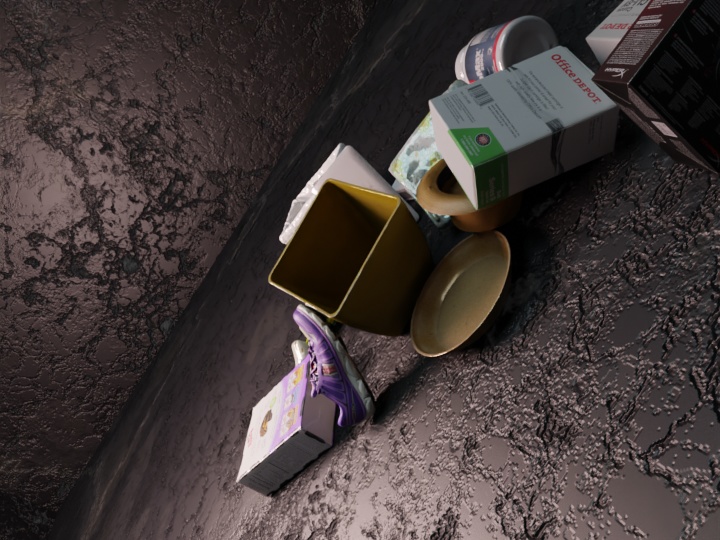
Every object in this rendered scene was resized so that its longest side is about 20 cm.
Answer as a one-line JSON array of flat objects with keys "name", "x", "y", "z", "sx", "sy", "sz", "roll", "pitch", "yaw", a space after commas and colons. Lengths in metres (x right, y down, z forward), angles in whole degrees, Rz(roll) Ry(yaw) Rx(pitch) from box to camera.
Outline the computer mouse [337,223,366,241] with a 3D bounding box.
[{"name": "computer mouse", "x": 0.000, "y": 0.000, "z": 1.138, "sx": 0.044, "sy": 0.108, "sz": 0.204, "roll": 28, "pitch": 120, "yaw": 51}]

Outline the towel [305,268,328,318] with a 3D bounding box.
[{"name": "towel", "x": -0.066, "y": -0.003, "z": 1.199, "sx": 0.173, "sy": 0.047, "sz": 0.202, "roll": 96, "pitch": -172, "yaw": -46}]

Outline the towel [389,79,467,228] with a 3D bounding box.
[{"name": "towel", "x": 0.153, "y": -0.194, "z": 1.034, "sx": 0.201, "sy": 0.048, "sz": 0.172, "roll": -50, "pitch": 57, "yaw": 18}]

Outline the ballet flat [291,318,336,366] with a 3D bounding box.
[{"name": "ballet flat", "x": -0.100, "y": 0.142, "z": 1.241, "sx": 0.067, "sy": 0.066, "sz": 0.203, "roll": -27, "pitch": 36, "yaw": 57}]

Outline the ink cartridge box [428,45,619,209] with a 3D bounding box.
[{"name": "ink cartridge box", "x": 0.208, "y": -0.188, "z": 0.803, "sx": 0.197, "sy": 0.085, "sz": 0.147, "roll": -22, "pitch": 51, "yaw": -1}]

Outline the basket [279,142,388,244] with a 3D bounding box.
[{"name": "basket", "x": -0.052, "y": -0.136, "z": 1.378, "sx": 0.198, "sy": 0.160, "sz": 0.201, "roll": -46, "pitch": 19, "yaw": 28}]

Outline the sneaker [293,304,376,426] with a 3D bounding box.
[{"name": "sneaker", "x": -0.051, "y": 0.145, "z": 0.936, "sx": 0.082, "sy": 0.202, "sz": 0.081, "roll": -29, "pitch": -1, "yaw": -3}]

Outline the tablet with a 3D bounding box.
[{"name": "tablet", "x": 0.008, "y": -0.130, "z": 1.217, "sx": 0.130, "sy": 0.200, "sz": 0.014, "roll": -45, "pitch": -2, "yaw": 27}]

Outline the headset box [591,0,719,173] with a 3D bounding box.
[{"name": "headset box", "x": 0.355, "y": -0.226, "z": 0.612, "sx": 0.201, "sy": 0.147, "sz": 0.075, "roll": -54, "pitch": 20, "yaw": 11}]

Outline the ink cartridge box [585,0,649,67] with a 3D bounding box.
[{"name": "ink cartridge box", "x": 0.383, "y": -0.304, "z": 0.707, "sx": 0.200, "sy": 0.083, "sz": 0.145, "roll": -45, "pitch": 23, "yaw": 7}]

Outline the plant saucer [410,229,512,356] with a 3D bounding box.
[{"name": "plant saucer", "x": 0.147, "y": 0.038, "z": 0.869, "sx": 0.200, "sy": 0.035, "sz": 0.202, "roll": -47, "pitch": 22, "yaw": 25}]

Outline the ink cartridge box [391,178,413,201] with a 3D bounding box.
[{"name": "ink cartridge box", "x": 0.152, "y": -0.232, "z": 1.235, "sx": 0.176, "sy": 0.043, "sz": 0.199, "roll": -62, "pitch": 20, "yaw": -13}]

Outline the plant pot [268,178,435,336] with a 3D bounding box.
[{"name": "plant pot", "x": 0.005, "y": -0.003, "z": 1.010, "sx": 0.199, "sy": 0.176, "sz": 0.202, "roll": 23, "pitch": 79, "yaw": 49}]

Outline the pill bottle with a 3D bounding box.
[{"name": "pill bottle", "x": 0.250, "y": -0.371, "z": 1.101, "sx": 0.121, "sy": 0.119, "sz": 0.200, "roll": -57, "pitch": 20, "yaw": 0}]

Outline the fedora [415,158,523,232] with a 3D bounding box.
[{"name": "fedora", "x": 0.178, "y": -0.116, "z": 0.895, "sx": 0.197, "sy": 0.083, "sz": 0.202, "roll": -17, "pitch": 32, "yaw": 11}]

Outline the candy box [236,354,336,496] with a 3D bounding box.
[{"name": "candy box", "x": -0.128, "y": 0.276, "z": 1.108, "sx": 0.200, "sy": 0.071, "sz": 0.169, "roll": -44, "pitch": 24, "yaw": 30}]
